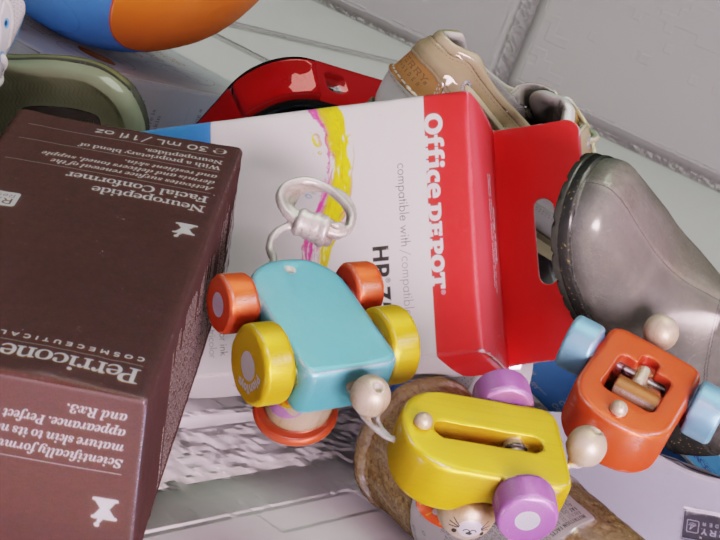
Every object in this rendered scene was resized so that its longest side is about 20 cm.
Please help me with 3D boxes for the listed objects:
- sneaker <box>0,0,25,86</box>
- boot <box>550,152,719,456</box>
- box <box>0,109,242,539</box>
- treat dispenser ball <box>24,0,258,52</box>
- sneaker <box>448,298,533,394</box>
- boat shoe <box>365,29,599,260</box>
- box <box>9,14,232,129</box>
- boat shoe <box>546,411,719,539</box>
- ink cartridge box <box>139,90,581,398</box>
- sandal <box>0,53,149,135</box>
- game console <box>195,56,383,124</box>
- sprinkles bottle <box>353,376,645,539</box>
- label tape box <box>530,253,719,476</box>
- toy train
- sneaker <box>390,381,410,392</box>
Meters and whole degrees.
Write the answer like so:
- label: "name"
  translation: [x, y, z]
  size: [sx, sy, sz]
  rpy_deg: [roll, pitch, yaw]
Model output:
- label: "sneaker"
  translation: [-0.189, -0.090, 0.753]
  size: [0.086, 0.202, 0.075]
  rpy_deg: [-24, 24, -33]
- label: "boot"
  translation: [0.172, 0.023, 0.691]
  size: [0.130, 0.068, 0.200]
  rpy_deg: [7, -33, 41]
- label: "box"
  translation: [-0.109, 0.016, 0.596]
  size: [0.099, 0.076, 0.201]
  rpy_deg: [10, 29, -1]
- label: "treat dispenser ball"
  translation: [-0.126, -0.224, 0.896]
  size: [0.199, 0.203, 0.201]
  rpy_deg: [21, 13, -5]
- label: "sneaker"
  translation: [0.000, 0.000, 0.796]
  size: [0.114, 0.074, 0.201]
  rpy_deg: [0, 34, -25]
- label: "boat shoe"
  translation: [0.090, -0.056, 0.823]
  size: [0.199, 0.069, 0.075]
  rpy_deg: [22, 22, -40]
- label: "box"
  translation: [-0.175, -0.089, 0.969]
  size: [0.151, 0.107, 0.199]
  rpy_deg: [30, 15, 31]
- label: "boat shoe"
  translation: [0.141, 0.123, 0.763]
  size: [0.198, 0.074, 0.065]
  rpy_deg: [19, -18, 5]
- label: "ink cartridge box"
  translation: [0.001, -0.011, 0.722]
  size: [0.197, 0.118, 0.067]
  rpy_deg: [-6, -12, 14]
- label: "sandal"
  translation: [-0.204, -0.072, 0.814]
  size: [0.198, 0.081, 0.058]
  rpy_deg: [0, 35, 20]
- label: "game console"
  translation: [-0.029, -0.047, 0.934]
  size: [0.199, 0.176, 0.031]
  rpy_deg: [11, 52, -43]
- label: "sprinkles bottle"
  translation: [0.072, 0.114, 0.646]
  size: [0.068, 0.069, 0.200]
  rpy_deg: [12, 16, -37]
- label: "label tape box"
  translation: [0.123, 0.044, 0.896]
  size: [0.143, 0.066, 0.201]
  rpy_deg: [44, 20, -21]
- label: "toy train"
  translation: [0.036, 0.044, 0.626]
  size: [0.198, 0.056, 0.150]
  rpy_deg: [26, 35, 9]
- label: "sneaker"
  translation: [0.048, 0.047, 0.913]
  size: [0.078, 0.066, 0.200]
  rpy_deg: [38, 17, 16]
